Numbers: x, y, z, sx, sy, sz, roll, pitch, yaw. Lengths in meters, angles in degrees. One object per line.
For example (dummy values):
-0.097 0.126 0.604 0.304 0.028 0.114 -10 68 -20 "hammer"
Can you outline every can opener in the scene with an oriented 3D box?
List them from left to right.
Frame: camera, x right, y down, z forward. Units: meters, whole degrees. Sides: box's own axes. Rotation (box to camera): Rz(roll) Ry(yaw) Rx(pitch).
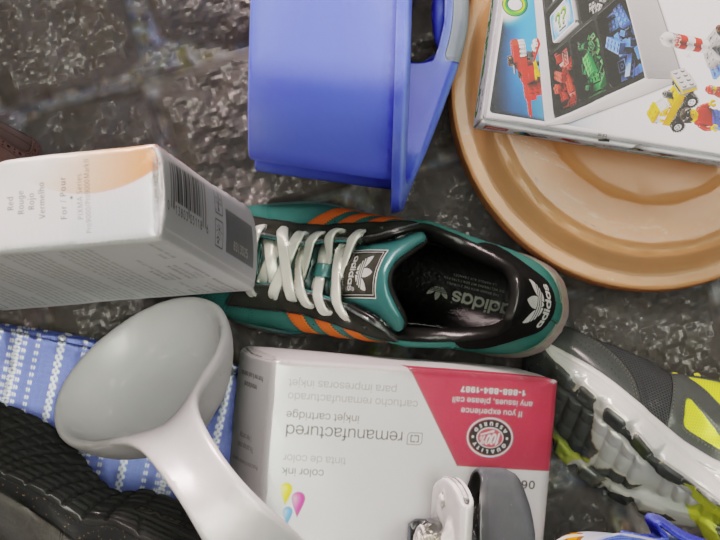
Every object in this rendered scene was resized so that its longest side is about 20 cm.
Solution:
0.046 0.192 1.355 0.066 0.053 0.200 5 92 -16 "can opener"

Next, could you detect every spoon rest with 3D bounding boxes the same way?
-0.087 0.072 1.363 0.099 0.200 0.061 -37 126 -3 "spoon rest"

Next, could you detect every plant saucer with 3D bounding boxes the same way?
0.144 -0.090 1.443 0.200 0.032 0.201 0 88 -3 "plant saucer"

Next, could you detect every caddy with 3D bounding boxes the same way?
0.001 -0.129 1.416 0.105 0.141 0.200 2 88 1 "caddy"

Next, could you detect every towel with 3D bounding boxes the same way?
-0.106 0.111 1.459 0.200 0.024 0.145 11 89 -2 "towel"

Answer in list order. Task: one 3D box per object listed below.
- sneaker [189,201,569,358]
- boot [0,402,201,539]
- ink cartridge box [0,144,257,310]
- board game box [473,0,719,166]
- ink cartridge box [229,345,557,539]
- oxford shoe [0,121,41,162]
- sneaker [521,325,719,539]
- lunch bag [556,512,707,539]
0.000 0.000 1.423 0.200 0.080 0.071 7 84 14 "sneaker"
-0.162 0.152 1.410 0.200 0.070 0.132 29 113 20 "boot"
-0.164 -0.016 1.370 0.200 0.162 0.050 -2 81 13 "ink cartridge box"
0.132 -0.158 1.412 0.126 0.035 0.200 9 86 -4 "board game box"
0.010 0.142 1.414 0.147 0.086 0.200 4 90 -14 "ink cartridge box"
-0.252 -0.087 1.444 0.200 0.071 0.073 35 57 1 "oxford shoe"
0.173 0.084 1.461 0.200 0.074 0.085 36 60 4 "sneaker"
0.164 0.204 1.377 0.200 0.076 0.160 14 87 -14 "lunch bag"
